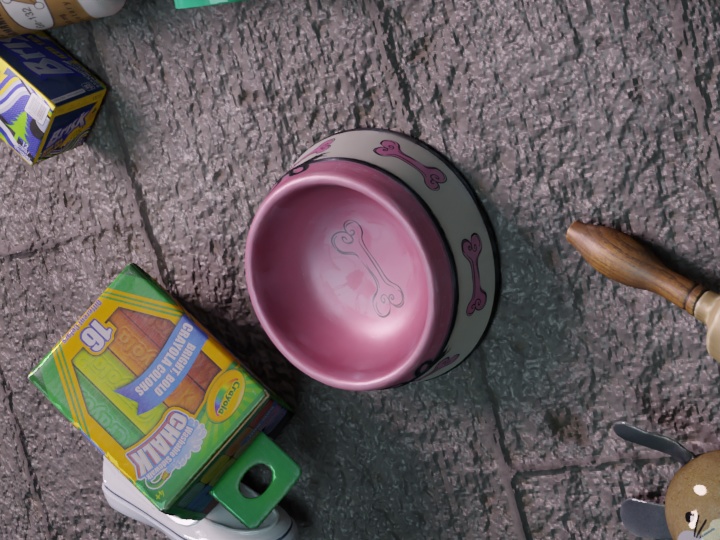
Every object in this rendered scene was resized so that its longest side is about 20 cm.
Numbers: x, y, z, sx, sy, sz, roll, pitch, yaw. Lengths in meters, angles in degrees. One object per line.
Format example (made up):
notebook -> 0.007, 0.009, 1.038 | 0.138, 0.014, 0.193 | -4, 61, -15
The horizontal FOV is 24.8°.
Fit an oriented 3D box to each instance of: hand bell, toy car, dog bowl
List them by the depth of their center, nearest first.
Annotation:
hand bell -> 0.219, 0.018, 1.096 | 0.199, 0.104, 0.105 | 31, 121, 33
toy car -> 0.244, 0.180, 1.096 | 0.199, 0.157, 0.166 | 30, 140, 39
dog bowl -> 0.000, 0.000, 1.217 | 0.198, 0.074, 0.203 | 10, 112, 28

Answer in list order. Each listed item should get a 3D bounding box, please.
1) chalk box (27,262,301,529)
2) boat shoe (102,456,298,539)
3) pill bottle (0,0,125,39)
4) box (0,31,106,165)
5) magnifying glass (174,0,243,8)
chalk box -> -0.138, 0.113, 1.284 | 0.200, 0.124, 0.125 | 41, 86, 14
boat shoe -> -0.143, 0.188, 1.364 | 0.198, 0.074, 0.067 | 12, 127, 29
pill bottle -> -0.287, -0.233, 1.249 | 0.198, 0.114, 0.116 | -10, 102, 11
box -> -0.307, -0.178, 1.344 | 0.200, 0.070, 0.065 | 41, 125, 13
magnifying glass -> -0.043, -0.210, 1.178 | 0.198, 0.080, 0.023 | -2, 102, 21
